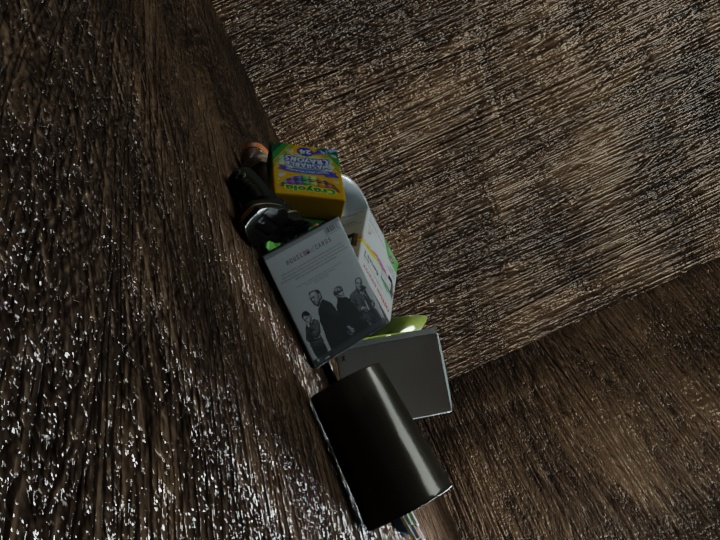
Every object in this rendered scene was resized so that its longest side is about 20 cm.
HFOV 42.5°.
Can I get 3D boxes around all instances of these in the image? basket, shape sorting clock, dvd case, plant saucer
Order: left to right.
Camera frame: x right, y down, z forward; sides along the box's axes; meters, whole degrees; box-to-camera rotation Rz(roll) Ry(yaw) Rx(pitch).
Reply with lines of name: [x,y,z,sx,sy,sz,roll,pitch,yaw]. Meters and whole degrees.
dvd case: [-0.057,0.034,1.492,0.025,0.150,0.200,-3,-66,63]
basket: [0.023,0.244,1.310,0.200,0.136,0.180,62,-3,10]
plant saucer: [0.041,0.125,1.898,0.200,0.200,0.031,57,24,-80]
shape sorting clock: [0.071,0.426,1.730,0.200,0.039,0.200,-24,90,-89]

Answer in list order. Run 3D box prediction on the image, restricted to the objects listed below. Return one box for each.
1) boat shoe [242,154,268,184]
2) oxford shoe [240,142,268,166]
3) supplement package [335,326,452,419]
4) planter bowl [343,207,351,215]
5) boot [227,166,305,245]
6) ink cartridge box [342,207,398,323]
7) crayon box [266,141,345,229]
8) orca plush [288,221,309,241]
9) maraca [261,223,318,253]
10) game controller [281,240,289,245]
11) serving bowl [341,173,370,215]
boat shoe: [-0.158,-0.142,1.763,0.072,0.076,0.200,50,-3,39]
oxford shoe: [-0.182,-0.155,1.843,0.200,0.071,0.073,57,22,-31]
supplement package: [0.063,0.197,1.735,0.200,0.191,0.147,6,73,-87]
planter bowl: [-0.109,-0.092,1.985,0.083,0.200,0.201,-22,86,-53]
boot: [-0.177,-0.112,1.455,0.138,0.077,0.200,48,5,10]
ink cartridge box: [0.000,0.000,1.748,0.145,0.084,0.200,61,22,-28]
crayon box: [-0.096,-0.148,1.627,0.200,0.126,0.052,-100,-160,-50]
orca plush: [-0.048,0.005,1.549,0.105,0.071,0.200,-74,147,-60]
maraca: [-0.117,-0.050,1.629,0.137,0.107,0.200,63,28,-11]
game controller: [-0.095,0.047,1.561,0.104,0.042,0.200,-84,155,-50]
serving bowl: [-0.055,-0.093,1.872,0.200,0.066,0.200,19,66,-52]
